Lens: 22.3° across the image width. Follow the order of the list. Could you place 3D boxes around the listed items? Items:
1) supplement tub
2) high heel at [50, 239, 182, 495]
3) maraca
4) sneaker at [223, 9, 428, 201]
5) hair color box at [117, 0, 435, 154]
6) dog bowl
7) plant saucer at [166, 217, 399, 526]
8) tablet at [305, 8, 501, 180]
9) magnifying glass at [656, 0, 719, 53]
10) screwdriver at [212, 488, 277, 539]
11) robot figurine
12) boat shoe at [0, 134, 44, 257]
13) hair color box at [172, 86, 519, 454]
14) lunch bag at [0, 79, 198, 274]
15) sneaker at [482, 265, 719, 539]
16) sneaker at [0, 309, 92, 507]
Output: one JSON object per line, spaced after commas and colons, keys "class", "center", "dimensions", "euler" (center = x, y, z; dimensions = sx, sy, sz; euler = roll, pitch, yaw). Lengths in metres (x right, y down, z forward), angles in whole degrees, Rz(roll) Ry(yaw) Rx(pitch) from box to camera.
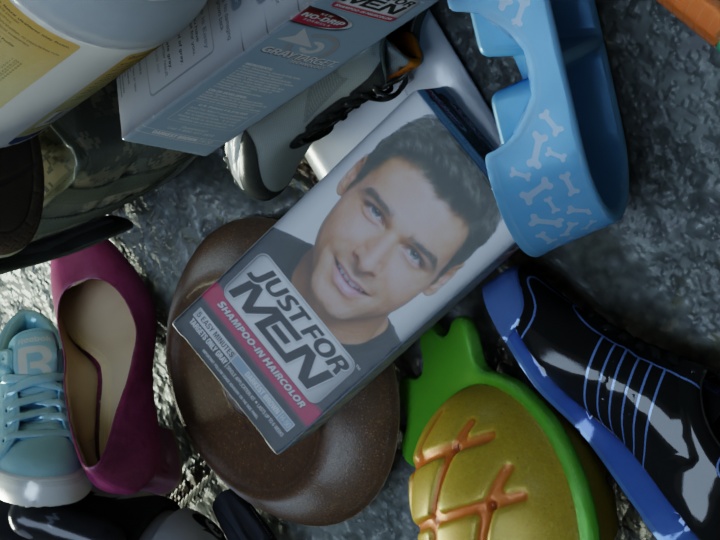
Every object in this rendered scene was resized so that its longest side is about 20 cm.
{"class": "supplement tub", "center": [-0.159, -0.157, 0.903], "dimensions": [0.199, 0.144, 0.145], "euler": [-26, 90, 44]}
{"class": "high heel", "center": [-0.169, 0.048, 1.163], "dimensions": [0.067, 0.096, 0.201], "euler": [-31, 68, 12]}
{"class": "maraca", "center": [0.075, 0.117, 1.035], "dimensions": [0.200, 0.106, 0.138], "euler": [57, 137, 38]}
{"class": "sneaker", "center": [-0.014, -0.112, 1.024], "dimensions": [0.079, 0.074, 0.201], "euler": [40, 124, 12]}
{"class": "hair color box", "center": [-0.050, -0.146, 0.942], "dimensions": [0.199, 0.060, 0.100], "euler": [-28, 62, 45]}
{"class": "dog bowl", "center": [0.093, -0.109, 0.944], "dimensions": [0.049, 0.111, 0.202], "euler": [-11, 99, 23]}
{"class": "plant saucer", "center": [-0.061, 0.069, 1.137], "dimensions": [0.200, 0.037, 0.202], "euler": [16, 114, 41]}
{"class": "tablet", "center": [-0.001, -0.113, 1.067], "dimensions": [0.130, 0.014, 0.201], "euler": [-35, 83, 38]}
{"class": "magnifying glass", "center": [0.203, -0.109, 0.920], "dimensions": [0.200, 0.022, 0.080], "euler": [42, 125, 15]}
{"class": "screwdriver", "center": [-0.042, 0.207, 1.147], "dimensions": [0.200, 0.028, 0.029], "euler": [48, 157, 44]}
{"class": "robot figurine", "center": [-0.180, 0.197, 1.215], "dimensions": [0.199, 0.150, 0.126], "euler": [16, 105, 16]}
{"class": "boat shoe", "center": [-0.233, -0.094, 1.008], "dimensions": [0.076, 0.071, 0.201], "euler": [-31, 73, 47]}
{"class": "hair color box", "center": [0.000, 0.000, 1.026], "dimensions": [0.200, 0.061, 0.099], "euler": [-43, 83, 19]}
{"class": "lunch bag", "center": [-0.199, -0.068, 1.124], "dimensions": [0.200, 0.164, 0.118], "euler": [-36, 83, 36]}
{"class": "sneaker", "center": [0.151, 0.064, 0.990], "dimensions": [0.078, 0.070, 0.200], "euler": [-43, 73, 15]}
{"class": "sneaker", "center": [-0.218, 0.084, 1.192], "dimensions": [0.200, 0.073, 0.083], "euler": [-131, 38, -63]}
